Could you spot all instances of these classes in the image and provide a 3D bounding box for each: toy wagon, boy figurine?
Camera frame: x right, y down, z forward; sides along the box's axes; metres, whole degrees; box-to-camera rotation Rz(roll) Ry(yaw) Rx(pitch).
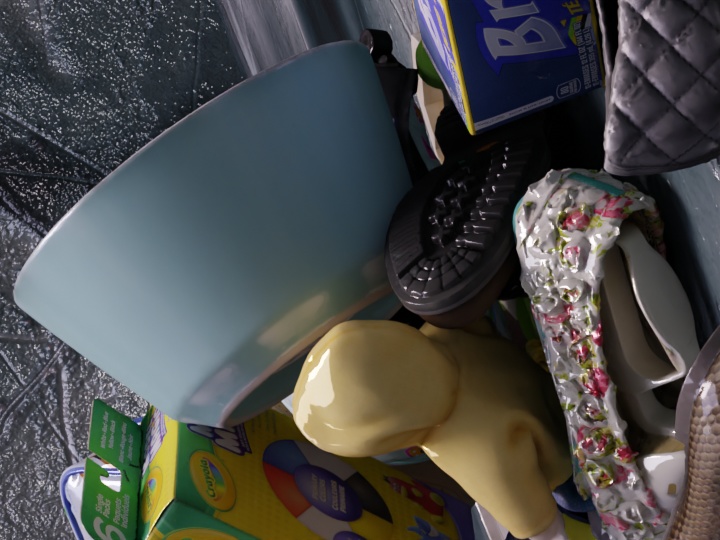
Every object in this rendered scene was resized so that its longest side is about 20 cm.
[{"bbox_3d":[0.073,-0.034,1.250,0.155,0.039,0.201,80,168,-65],"label":"toy wagon"},{"bbox_3d":[0.057,0.070,1.003,0.199,0.064,0.125,17,-141,-40],"label":"boy figurine"}]

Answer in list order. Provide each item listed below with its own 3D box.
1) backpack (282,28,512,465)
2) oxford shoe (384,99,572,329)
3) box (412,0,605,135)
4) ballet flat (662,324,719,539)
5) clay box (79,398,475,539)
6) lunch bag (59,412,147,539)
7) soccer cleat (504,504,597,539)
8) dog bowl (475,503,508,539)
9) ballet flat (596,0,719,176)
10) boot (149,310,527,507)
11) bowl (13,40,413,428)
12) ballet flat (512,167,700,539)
[{"bbox_3d":[0.000,0.000,1.196,0.201,0.166,0.127,61,-170,30],"label":"backpack"},{"bbox_3d":[0.066,-0.019,1.027,0.085,0.072,0.200,65,-154,-18],"label":"oxford shoe"},{"bbox_3d":[0.046,-0.155,0.917,0.070,0.064,0.201,-115,7,-46],"label":"box"},{"bbox_3d":[0.146,0.085,0.860,0.046,0.067,0.201,31,153,24],"label":"ballet flat"},{"bbox_3d":[-0.036,0.119,1.100,0.199,0.048,0.115,28,-155,-18],"label":"clay box"},{"bbox_3d":[-0.074,0.167,1.240,0.159,0.075,0.201,-4,112,39],"label":"lunch bag"},{"bbox_3d":[0.142,0.162,1.123,0.065,0.084,0.200,35,-178,-41],"label":"soccer cleat"},{"bbox_3d":[0.101,0.120,1.432,0.200,0.058,0.202,160,90,-85],"label":"dog bowl"},{"bbox_3d":[0.074,-0.128,0.752,0.066,0.056,0.201,101,148,-79],"label":"ballet flat"},{"bbox_3d":[-0.003,0.061,1.300,0.167,0.198,0.073,-62,-15,-50],"label":"boot"},{"bbox_3d":[-0.048,-0.002,1.057,0.105,0.200,0.201,54,173,8],"label":"bowl"},{"bbox_3d":[0.118,0.050,0.960,0.064,0.076,0.201,3,124,48],"label":"ballet flat"}]
